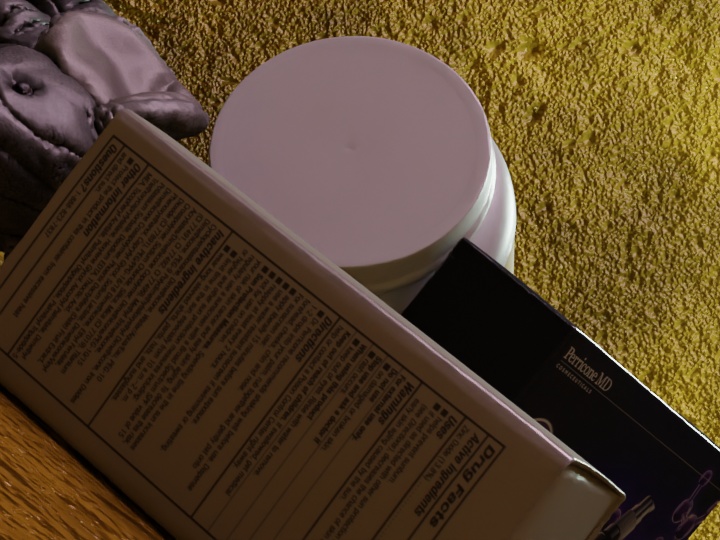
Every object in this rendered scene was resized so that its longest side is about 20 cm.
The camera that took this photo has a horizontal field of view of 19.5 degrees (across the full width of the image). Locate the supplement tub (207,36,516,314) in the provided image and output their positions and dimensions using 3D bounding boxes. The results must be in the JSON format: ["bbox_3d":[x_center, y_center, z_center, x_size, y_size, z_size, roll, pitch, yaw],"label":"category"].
[{"bbox_3d":[0.000,0.000,0.976,0.145,0.145,0.200,38,-23,22],"label":"supplement tub"}]

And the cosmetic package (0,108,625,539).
[{"bbox_3d":[-0.024,0.048,0.698,0.200,0.103,0.087,39,2,24],"label":"cosmetic package"}]

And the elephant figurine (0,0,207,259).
[{"bbox_3d":[-0.138,-0.052,0.850,0.155,0.142,0.200,-7,28,-17],"label":"elephant figurine"}]

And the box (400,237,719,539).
[{"bbox_3d":[0.068,0.093,0.929,0.079,0.141,0.200,38,1,38],"label":"box"}]
